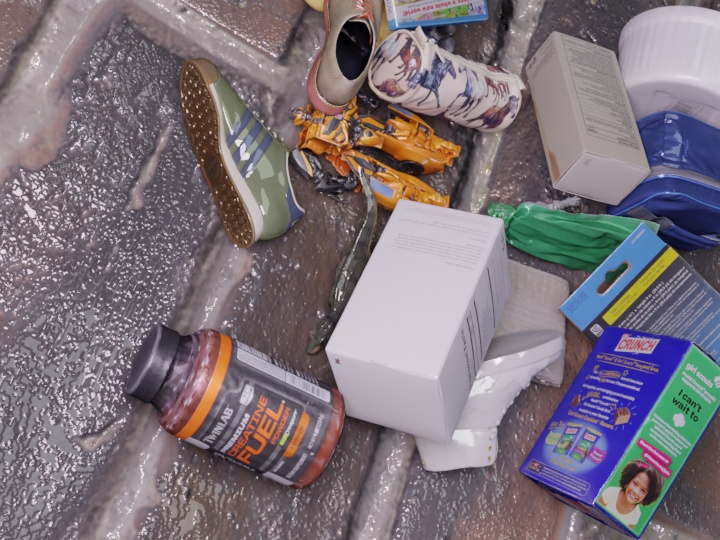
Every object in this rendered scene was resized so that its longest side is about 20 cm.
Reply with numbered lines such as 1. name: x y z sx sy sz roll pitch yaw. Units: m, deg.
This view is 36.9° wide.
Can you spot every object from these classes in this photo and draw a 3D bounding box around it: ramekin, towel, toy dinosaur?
1. ramekin: 0.419 -0.239 1.385 0.198 0.200 0.099 26 72 -20
2. towel: 0.157 0.051 1.245 0.197 0.034 0.135 18 69 -24
3. toy dinosaur: 0.000 0.000 1.151 0.088 0.047 0.204 26 77 -55

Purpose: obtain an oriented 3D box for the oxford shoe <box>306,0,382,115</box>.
1. oxford shoe: -0.001 -0.267 1.160 0.069 0.075 0.203 18 68 -22

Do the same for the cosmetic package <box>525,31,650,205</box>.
1. cosmetic package: 0.276 -0.188 1.325 0.104 0.071 0.203 14 51 -23

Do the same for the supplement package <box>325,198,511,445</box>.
1. supplement package: 0.064 0.049 1.092 0.119 0.121 0.202 13 54 22

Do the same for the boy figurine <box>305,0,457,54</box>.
1. boy figurine: 0.018 -0.309 1.258 0.197 0.064 0.126 21 72 -25

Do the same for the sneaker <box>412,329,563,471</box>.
1. sneaker: 0.141 0.145 1.171 0.197 0.074 0.117 -21 103 -15

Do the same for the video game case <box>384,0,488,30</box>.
1. video game case: 0.073 -0.378 1.213 0.141 0.018 0.204 -14 96 -36

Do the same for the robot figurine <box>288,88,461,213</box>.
1. robot figurine: 0.013 -0.137 1.206 0.198 0.058 0.147 24 62 -21

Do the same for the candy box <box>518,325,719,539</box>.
1. candy box: 0.285 0.168 1.170 0.077 0.169 0.202 36 82 -16

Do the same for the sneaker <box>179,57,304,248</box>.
1. sneaker: -0.120 -0.127 1.131 0.089 0.067 0.203 -16 83 -39

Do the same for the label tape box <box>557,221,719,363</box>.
1. label tape box: 0.346 0.050 1.287 0.200 0.063 0.144 42 101 -12

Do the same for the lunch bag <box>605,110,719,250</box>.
1. lunch bag: 0.408 -0.099 1.368 0.197 0.135 0.135 14 69 -26

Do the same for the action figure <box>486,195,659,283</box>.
1. action figure: 0.242 -0.048 1.294 0.197 0.119 0.055 13 45 -16

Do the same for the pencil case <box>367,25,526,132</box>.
1. pencil case: 0.104 -0.215 1.239 0.198 0.089 0.079 8 61 -45

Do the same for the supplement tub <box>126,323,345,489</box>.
1. supplement tub: -0.120 0.125 1.027 0.198 0.107 0.108 27 64 -19
